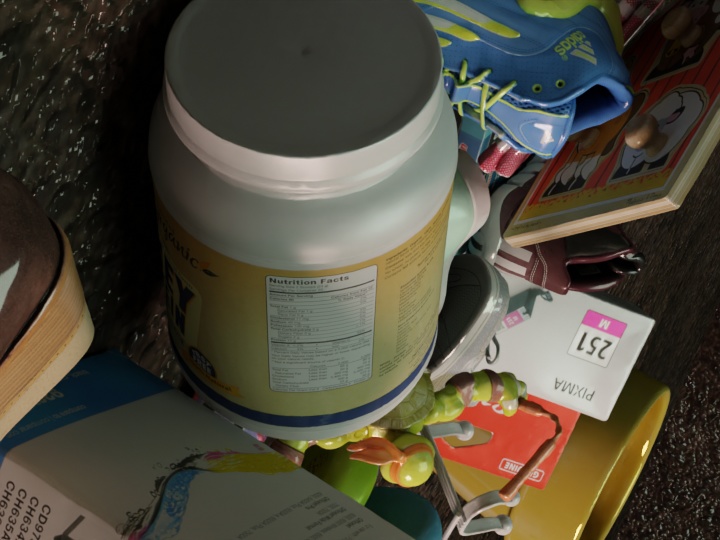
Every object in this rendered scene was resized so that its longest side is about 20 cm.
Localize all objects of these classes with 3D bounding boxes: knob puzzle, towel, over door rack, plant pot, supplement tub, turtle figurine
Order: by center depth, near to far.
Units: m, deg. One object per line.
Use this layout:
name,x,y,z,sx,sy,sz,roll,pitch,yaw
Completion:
supplement tub,-0.027,-0.030,0.711,0.145,0.143,0.201,-49,156,-33
turtle figurine,-0.002,0.063,0.810,0.198,0.162,0.065,-17,138,-14
knob puzzle,0.165,-0.111,0.840,0.220,0.030,0.220,-48,-165,17
towel,0.152,-0.148,0.918,0.200,0.030,0.146,-50,178,23
over door rack,0.037,0.124,0.995,0.066,0.149,0.200,-11,155,-26
plant pot,0.153,0.150,1.344,0.201,0.187,0.202,-50,158,-29

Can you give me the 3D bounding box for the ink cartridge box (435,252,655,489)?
ink cartridge box,0.108,0.079,1.165,0.175,0.198,0.044,-66,-157,10

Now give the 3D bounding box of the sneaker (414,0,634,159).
sneaker,0.061,-0.113,0.766,0.197,0.106,0.076,-4,141,-24

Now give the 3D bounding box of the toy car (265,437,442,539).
toy car,-0.027,0.193,0.916,0.201,0.149,0.175,-56,-170,22

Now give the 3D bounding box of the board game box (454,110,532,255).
board game box,0.105,-0.108,1.094,0.200,0.047,0.152,-36,148,-52

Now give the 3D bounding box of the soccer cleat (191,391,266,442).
soccer cleat,-0.089,0.119,0.852,0.200,0.076,0.067,-49,157,-32

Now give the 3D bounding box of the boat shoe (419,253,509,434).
boat shoe,0.053,0.062,1.072,0.064,0.075,0.203,3,138,-31

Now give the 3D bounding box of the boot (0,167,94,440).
boot,-0.189,0.038,0.537,0.201,0.072,0.167,-53,147,-21

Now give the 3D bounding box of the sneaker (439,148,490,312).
sneaker,0.000,0.000,0.961,0.117,0.074,0.201,-22,159,-24

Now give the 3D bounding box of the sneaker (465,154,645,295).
sneaker,0.170,-0.044,1.097,0.200,0.115,0.076,-47,156,-36

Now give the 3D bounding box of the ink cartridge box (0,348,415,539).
ink cartridge box,-0.099,0.157,0.688,0.144,0.198,0.149,-14,129,-65
